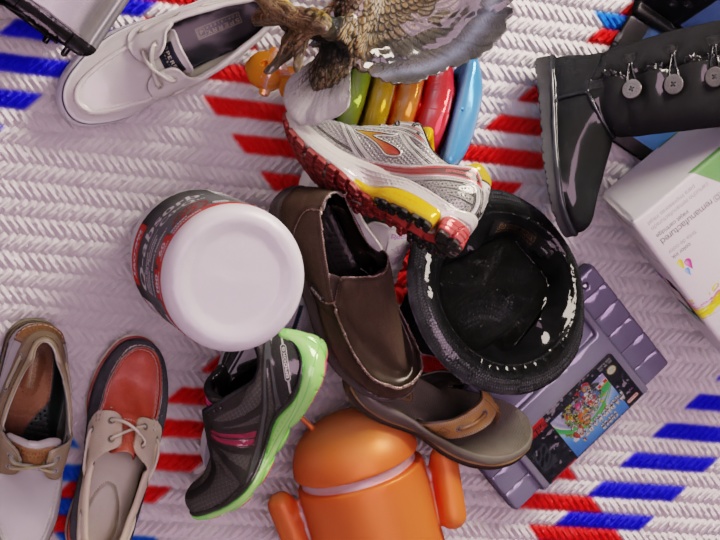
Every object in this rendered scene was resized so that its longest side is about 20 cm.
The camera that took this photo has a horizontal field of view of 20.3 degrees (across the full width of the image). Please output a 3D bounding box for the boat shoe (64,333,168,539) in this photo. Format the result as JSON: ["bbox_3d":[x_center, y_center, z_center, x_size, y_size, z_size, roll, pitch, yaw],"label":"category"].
[{"bbox_3d":[-0.205,0.155,1.705,0.071,0.063,0.202,15,91,-16],"label":"boat shoe"}]

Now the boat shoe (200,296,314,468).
[{"bbox_3d":[-0.087,0.082,1.731,0.072,0.071,0.201,14,112,-31],"label":"boat shoe"}]

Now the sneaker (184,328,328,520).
[{"bbox_3d":[-0.099,0.121,1.671,0.083,0.077,0.201,28,114,-7],"label":"sneaker"}]

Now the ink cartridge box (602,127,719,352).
[{"bbox_3d":[0.336,-0.031,1.814,0.145,0.084,0.200,-39,116,2],"label":"ink cartridge box"}]

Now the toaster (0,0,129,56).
[{"bbox_3d":[-0.262,-0.262,1.566,0.180,0.200,0.119,36,90,-17],"label":"toaster"}]

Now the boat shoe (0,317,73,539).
[{"bbox_3d":[-0.278,0.143,1.677,0.074,0.068,0.202,0,97,-17],"label":"boat shoe"}]

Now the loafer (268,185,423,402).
[{"bbox_3d":[-0.005,0.019,1.651,0.073,0.071,0.201,-40,104,-35],"label":"loafer"}]

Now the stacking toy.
[{"bbox_3d":[-0.004,-0.145,1.720,0.198,0.110,0.117,15,76,-7],"label":"stacking toy"}]

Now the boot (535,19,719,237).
[{"bbox_3d":[0.258,-0.124,1.748,0.198,0.066,0.166,-8,84,16],"label":"boot"}]

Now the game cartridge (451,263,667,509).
[{"bbox_3d":[0.175,0.107,1.834,0.200,0.038,0.130,-43,102,-8],"label":"game cartridge"}]

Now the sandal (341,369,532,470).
[{"bbox_3d":[0.075,0.112,1.732,0.199,0.082,0.055,27,129,-25],"label":"sandal"}]

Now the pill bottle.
[{"bbox_3d":[-0.124,-0.005,1.637,0.115,0.200,0.117,-2,97,-17],"label":"pill bottle"}]

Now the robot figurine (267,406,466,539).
[{"bbox_3d":[0.009,0.205,1.751,0.116,0.143,0.202,-31,109,-52],"label":"robot figurine"}]

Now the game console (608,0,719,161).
[{"bbox_3d":[0.329,-0.167,1.808,0.199,0.176,0.117,30,59,-19],"label":"game console"}]

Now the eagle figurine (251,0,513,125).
[{"bbox_3d":[0.014,-0.219,1.651,0.199,0.151,0.153,-18,82,-41],"label":"eagle figurine"}]

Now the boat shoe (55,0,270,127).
[{"bbox_3d":[-0.160,-0.178,1.676,0.199,0.066,0.072,-24,103,-13],"label":"boat shoe"}]

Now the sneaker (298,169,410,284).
[{"bbox_3d":[0.000,0.000,1.727,0.075,0.099,0.202,-20,105,-46],"label":"sneaker"}]

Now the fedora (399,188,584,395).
[{"bbox_3d":[0.100,0.028,1.751,0.199,0.091,0.202,14,65,-32],"label":"fedora"}]

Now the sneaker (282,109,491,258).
[{"bbox_3d":[0.021,-0.086,1.654,0.199,0.078,0.082,30,72,22],"label":"sneaker"}]
